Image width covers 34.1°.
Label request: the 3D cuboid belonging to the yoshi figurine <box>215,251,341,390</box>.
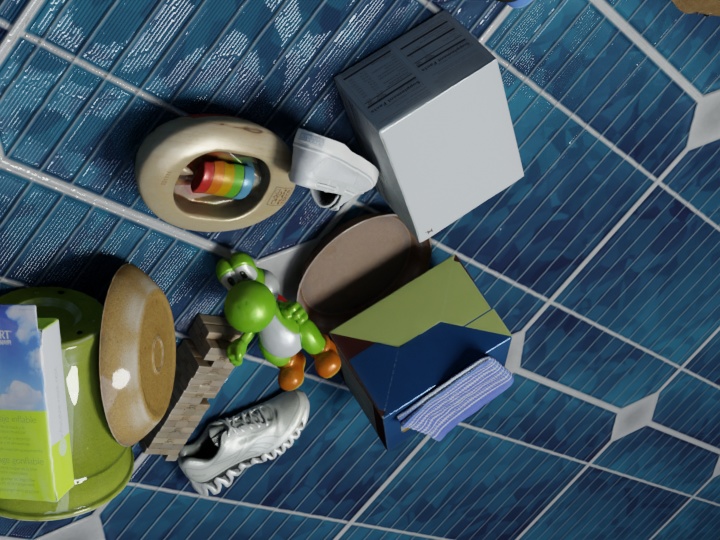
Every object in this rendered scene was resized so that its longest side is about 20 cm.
[{"bbox_3d":[-0.108,0.069,1.400,0.113,0.112,0.200,-50,127,-18],"label":"yoshi figurine"}]

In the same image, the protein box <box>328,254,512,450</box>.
[{"bbox_3d":[0.080,0.114,1.561,0.197,0.136,0.200,-31,162,-8],"label":"protein box"}]

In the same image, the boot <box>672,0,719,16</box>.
[{"bbox_3d":[0.449,-0.353,1.496,0.075,0.074,0.199,-35,142,29],"label":"boot"}]

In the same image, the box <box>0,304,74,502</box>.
[{"bbox_3d":[-0.355,0.125,1.161,0.121,0.048,0.202,1,103,11],"label":"box"}]

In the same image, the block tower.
[{"bbox_3d":[-0.220,0.150,1.476,0.057,0.054,0.201,10,121,-42],"label":"block tower"}]

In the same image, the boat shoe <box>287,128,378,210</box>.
[{"bbox_3d":[-0.031,-0.103,1.306,0.200,0.071,0.069,21,90,-79],"label":"boat shoe"}]

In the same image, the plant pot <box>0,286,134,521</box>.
[{"bbox_3d":[-0.342,0.130,1.270,0.199,0.200,0.195,-9,122,-31],"label":"plant pot"}]

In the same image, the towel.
[{"bbox_3d":[0.130,0.169,1.530,0.144,0.024,0.200,-36,161,6],"label":"towel"}]

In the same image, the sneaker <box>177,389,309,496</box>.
[{"bbox_3d":[-0.158,0.224,1.589,0.199,0.075,0.081,-36,133,-3],"label":"sneaker"}]

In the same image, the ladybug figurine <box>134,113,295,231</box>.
[{"bbox_3d":[-0.155,-0.109,1.251,0.199,0.072,0.136,10,121,-43],"label":"ladybug figurine"}]

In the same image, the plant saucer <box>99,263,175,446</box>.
[{"bbox_3d":[-0.239,0.093,1.297,0.035,0.202,0.201,-1,139,7],"label":"plant saucer"}]

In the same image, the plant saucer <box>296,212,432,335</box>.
[{"bbox_3d":[0.000,0.000,1.513,0.199,0.035,0.202,-21,138,-20],"label":"plant saucer"}]

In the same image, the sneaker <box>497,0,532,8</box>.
[{"bbox_3d":[0.202,-0.375,1.265,0.078,0.070,0.201,9,124,-50],"label":"sneaker"}]

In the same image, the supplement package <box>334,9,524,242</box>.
[{"bbox_3d":[0.084,-0.163,1.353,0.155,0.111,0.201,-32,142,-6],"label":"supplement package"}]
